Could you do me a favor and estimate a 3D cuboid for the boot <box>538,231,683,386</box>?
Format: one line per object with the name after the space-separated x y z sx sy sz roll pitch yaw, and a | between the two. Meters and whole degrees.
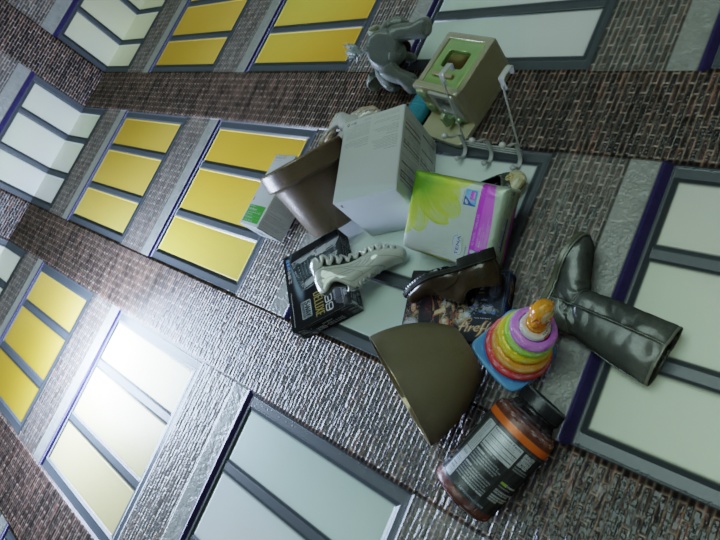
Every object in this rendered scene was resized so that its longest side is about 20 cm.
0.384 0.051 0.852 0.200 0.072 0.183 27 99 48 | boot

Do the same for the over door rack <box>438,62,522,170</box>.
0.222 -0.284 1.059 0.147 0.201 0.067 22 54 41 | over door rack

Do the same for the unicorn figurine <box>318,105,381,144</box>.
-0.026 -0.345 1.356 0.200 0.074 0.138 34 90 42 | unicorn figurine

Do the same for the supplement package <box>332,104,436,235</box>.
0.056 -0.204 1.172 0.151 0.150 0.202 -8 63 33 | supplement package

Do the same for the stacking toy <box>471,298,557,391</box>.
0.250 0.092 0.830 0.116 0.200 0.110 -36 69 -17 | stacking toy

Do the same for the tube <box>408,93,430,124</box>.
0.137 -0.374 1.271 0.077 0.050 0.201 25 79 46 | tube

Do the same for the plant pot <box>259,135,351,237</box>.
-0.094 -0.173 1.232 0.199 0.176 0.200 -26 12 6 | plant pot

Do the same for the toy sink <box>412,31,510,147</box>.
0.200 -0.385 1.182 0.130 0.112 0.201 32 88 42 | toy sink

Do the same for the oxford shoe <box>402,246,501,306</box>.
0.157 0.031 0.984 0.199 0.072 0.085 -24 84 42 | oxford shoe

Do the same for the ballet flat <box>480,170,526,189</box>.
0.221 -0.149 1.079 0.199 0.057 0.067 -17 41 29 | ballet flat

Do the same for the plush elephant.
0.071 -0.511 1.328 0.198 0.155 0.166 9 109 11 | plush elephant

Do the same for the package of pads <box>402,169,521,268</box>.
0.181 -0.092 1.036 0.199 0.068 0.156 20 106 36 | package of pads

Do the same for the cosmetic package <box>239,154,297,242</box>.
-0.201 -0.181 1.388 0.107 0.085 0.201 16 78 52 | cosmetic package

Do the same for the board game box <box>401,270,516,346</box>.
0.175 0.068 1.022 0.199 0.035 0.137 0 67 36 | board game box

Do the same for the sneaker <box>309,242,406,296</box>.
0.000 0.000 1.134 0.198 0.075 0.082 -13 64 0 | sneaker

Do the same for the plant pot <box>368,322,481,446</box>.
0.120 0.165 0.926 0.134 0.201 0.201 -29 50 -4 | plant pot

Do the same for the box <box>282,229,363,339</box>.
-0.085 0.029 1.225 0.157 0.050 0.201 -27 54 22 | box

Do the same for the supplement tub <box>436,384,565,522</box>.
0.215 0.269 0.843 0.200 0.107 0.107 -49 48 5 | supplement tub
